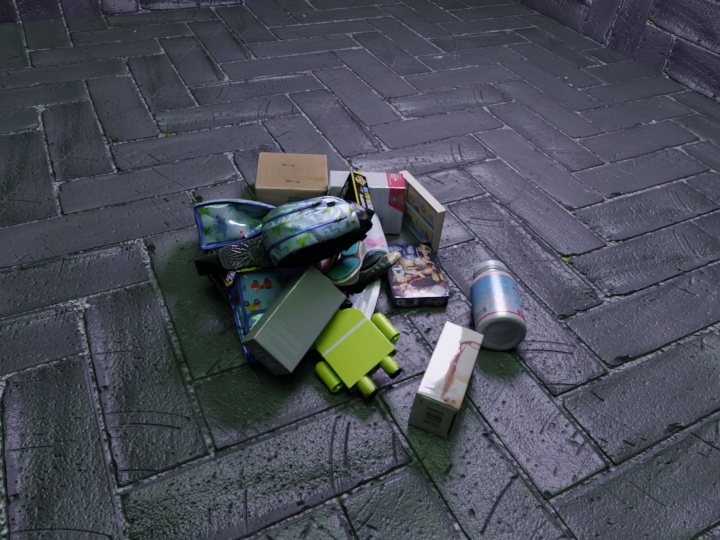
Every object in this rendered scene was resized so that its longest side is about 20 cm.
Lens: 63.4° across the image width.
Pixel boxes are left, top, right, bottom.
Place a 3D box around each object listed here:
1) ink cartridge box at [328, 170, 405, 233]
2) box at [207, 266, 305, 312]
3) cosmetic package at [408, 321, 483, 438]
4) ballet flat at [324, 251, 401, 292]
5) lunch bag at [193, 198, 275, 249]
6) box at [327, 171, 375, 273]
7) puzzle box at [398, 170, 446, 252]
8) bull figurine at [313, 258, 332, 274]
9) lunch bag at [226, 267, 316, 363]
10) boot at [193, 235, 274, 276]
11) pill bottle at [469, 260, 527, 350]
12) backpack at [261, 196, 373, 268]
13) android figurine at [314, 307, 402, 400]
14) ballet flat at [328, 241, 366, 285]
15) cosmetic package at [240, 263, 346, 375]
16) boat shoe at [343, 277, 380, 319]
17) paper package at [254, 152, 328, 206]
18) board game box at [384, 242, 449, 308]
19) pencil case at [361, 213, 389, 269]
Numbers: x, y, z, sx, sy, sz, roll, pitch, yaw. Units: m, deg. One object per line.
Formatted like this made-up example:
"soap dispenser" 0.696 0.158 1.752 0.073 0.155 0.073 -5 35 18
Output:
"ink cartridge box" 0.012 -0.179 1.538 0.197 0.146 0.084 1 40 -5
"box" -0.239 0.011 1.370 0.199 0.045 0.160 -22 48 -28
"cosmetic package" 0.170 0.211 1.145 0.086 0.104 0.201 19 44 12
"ballet flat" 0.000 0.000 1.336 0.198 0.057 0.066 -24 4 12
"lunch bag" -0.293 -0.116 1.406 0.198 0.129 0.170 -13 9 -14
"box" -0.035 -0.114 1.417 0.049 0.201 0.161 15 36 -19
"puzzle box" 0.153 -0.157 1.539 0.025 0.134 0.200 -15 44 -23
"bull figurine" -0.107 -0.064 1.398 0.065 0.122 0.200 15 23 -29
"lunch bag" -0.181 0.103 1.227 0.149 0.094 0.202 -7 70 -29
"boot" -0.258 -0.026 1.266 0.163 0.199 0.066 -5 85 -29
"pill bottle" 0.304 0.072 1.313 0.107 0.110 0.201 5 42 -1
"backpack" -0.103 -0.075 1.175 0.200 0.163 0.155 -37 97 -34
"android figurine" -0.011 0.159 1.179 0.182 0.041 0.200 -41 61 -10
"ballet flat" -0.022 -0.009 1.270 0.069 0.070 0.201 11 34 6
"cosmetic package" -0.131 0.097 1.164 0.107 0.090 0.201 45 59 -13
"boat shoe" -0.004 0.083 1.294 0.071 0.070 0.202 17 45 5
"paper package" -0.190 -0.233 1.611 0.197 0.104 0.192 1 42 -6
"board game box" 0.127 0.008 1.423 0.134 0.035 0.201 -2 42 -9
"pencil case" 0.018 -0.072 1.444 0.090 0.084 0.201 -19 40 6
